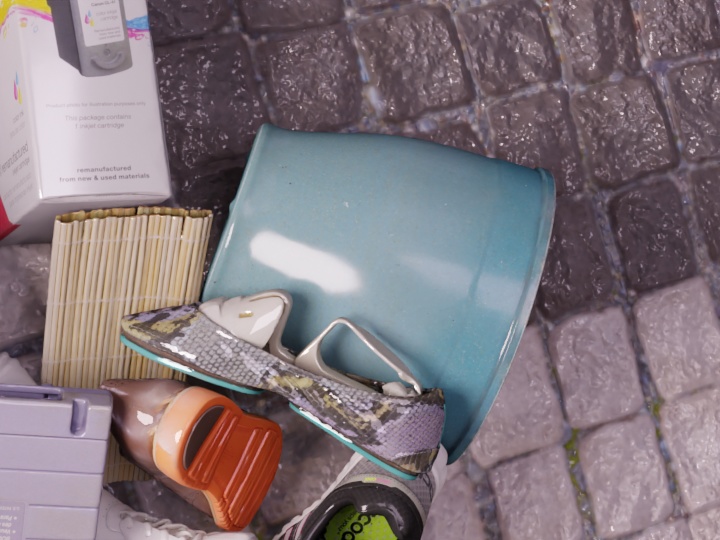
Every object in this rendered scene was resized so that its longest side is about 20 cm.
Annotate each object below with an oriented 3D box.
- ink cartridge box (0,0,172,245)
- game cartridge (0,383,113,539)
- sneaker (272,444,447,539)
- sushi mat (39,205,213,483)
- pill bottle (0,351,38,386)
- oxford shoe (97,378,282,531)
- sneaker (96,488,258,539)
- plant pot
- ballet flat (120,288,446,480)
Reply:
[{"bbox_3d":[-0.185,-0.125,0.956,0.085,0.147,0.201,-6,83,-26],"label":"ink cartridge box"},{"bbox_3d":[-0.241,0.120,0.857,0.199,0.038,0.130,5,112,-15],"label":"game cartridge"},{"bbox_3d":[-0.019,0.185,0.968,0.074,0.200,0.087,35,26,-1],"label":"sneaker"},{"bbox_3d":[-0.145,0.050,0.952,0.095,0.012,0.201,-4,124,-24],"label":"sushi mat"},{"bbox_3d":[-0.282,0.024,0.901,0.120,0.119,0.200,-44,101,-24],"label":"pill bottle"},{"bbox_3d":[-0.100,0.105,0.960,0.073,0.200,0.072,22,72,19],"label":"oxford shoe"},{"bbox_3d":[-0.107,0.179,0.947,0.200,0.078,0.099,43,105,8],"label":"sneaker"},{"bbox_3d":[0.000,0.000,1.010,0.187,0.200,0.201,19,73,-5],"label":"plant pot"},{"bbox_3d":[-0.039,0.050,0.915,0.200,0.072,0.072,25,71,3],"label":"ballet flat"}]
